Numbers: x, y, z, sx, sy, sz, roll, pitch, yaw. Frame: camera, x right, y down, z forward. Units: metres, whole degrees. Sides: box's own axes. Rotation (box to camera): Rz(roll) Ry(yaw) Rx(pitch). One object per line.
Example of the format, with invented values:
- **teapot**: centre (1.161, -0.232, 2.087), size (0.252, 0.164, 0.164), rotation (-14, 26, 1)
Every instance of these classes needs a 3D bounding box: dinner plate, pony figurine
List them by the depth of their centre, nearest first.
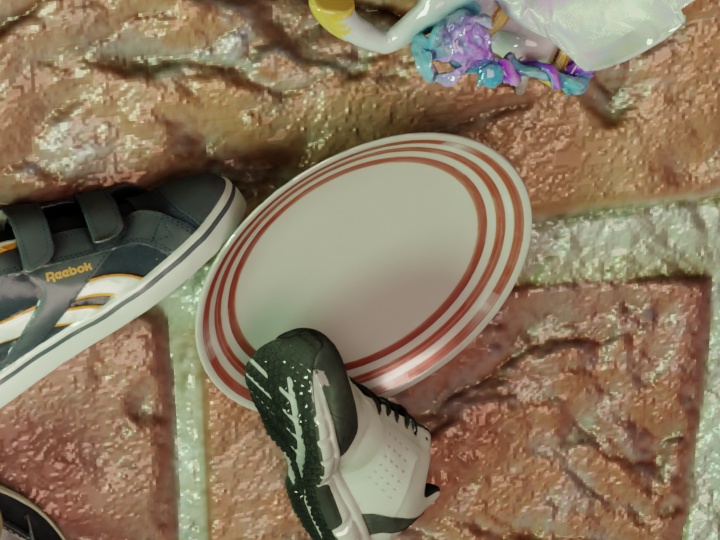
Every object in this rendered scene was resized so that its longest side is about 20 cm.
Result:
- **pony figurine**: centre (0.073, -0.167, 1.345), size (0.199, 0.167, 0.193), rotation (18, 139, -28)
- **dinner plate**: centre (0.000, 0.000, 1.427), size (0.199, 0.024, 0.201), rotation (-18, 137, -18)

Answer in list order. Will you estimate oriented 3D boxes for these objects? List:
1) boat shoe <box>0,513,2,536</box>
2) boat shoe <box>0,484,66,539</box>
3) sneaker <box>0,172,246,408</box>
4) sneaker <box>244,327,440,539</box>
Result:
- **boat shoe**: centre (-0.263, 0.188, 1.397), size (0.071, 0.065, 0.200), rotation (40, 111, -9)
- **boat shoe**: centre (-0.182, 0.184, 1.453), size (0.075, 0.062, 0.200), rotation (-39, 118, 3)
- **sneaker**: centre (-0.156, -0.003, 1.367), size (0.200, 0.078, 0.080), rotation (-36, 111, -7)
- **sneaker**: centre (-0.007, 0.087, 1.448), size (0.080, 0.074, 0.200), rotation (-33, 147, -13)
